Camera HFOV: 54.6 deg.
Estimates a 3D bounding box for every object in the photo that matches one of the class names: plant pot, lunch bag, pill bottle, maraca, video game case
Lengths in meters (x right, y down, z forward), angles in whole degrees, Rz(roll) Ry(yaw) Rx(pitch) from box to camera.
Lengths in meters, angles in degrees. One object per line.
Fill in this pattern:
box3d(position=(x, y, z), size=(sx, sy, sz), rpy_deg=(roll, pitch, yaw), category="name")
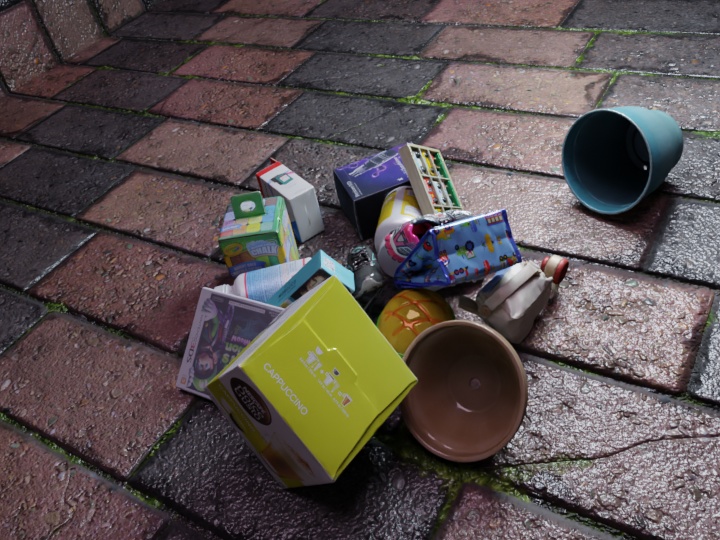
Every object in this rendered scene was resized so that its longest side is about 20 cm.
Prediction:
box3d(position=(0.537, -0.235, 1.392), size=(0.186, 0.204, 0.199), rpy_deg=(-21, 36, -35), category="plant pot")
box3d(position=(0.150, -0.019, 1.180), size=(0.148, 0.096, 0.200), rpy_deg=(-16, -6, -23), category="lunch bag")
box3d(position=(0.084, -0.074, 1.364), size=(0.109, 0.113, 0.201), rpy_deg=(-3, 31, 12), category="pill bottle")
box3d(position=(-0.172, 0.049, 1.317), size=(0.195, 0.110, 0.110), rpy_deg=(-13, 38, 1), category="pill bottle")
box3d(position=(0.087, 0.108, 1.170), size=(0.134, 0.109, 0.202), rpy_deg=(5, 43, 20), category="maraca")
box3d(position=(0.161, 0.175, 1.046), size=(0.197, 0.206, 0.092), rpy_deg=(11, 4, 28), category="plant pot")
box3d(position=(-0.222, 0.138, 1.210), size=(0.196, 0.023, 0.186), rpy_deg=(12, 85, 29), category="video game case")

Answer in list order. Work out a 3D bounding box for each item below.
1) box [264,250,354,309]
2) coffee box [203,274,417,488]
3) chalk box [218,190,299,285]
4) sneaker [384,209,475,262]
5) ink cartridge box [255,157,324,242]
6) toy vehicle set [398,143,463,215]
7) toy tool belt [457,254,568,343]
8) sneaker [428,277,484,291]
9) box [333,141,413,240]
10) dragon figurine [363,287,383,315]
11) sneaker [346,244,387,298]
box3d(position=(-0.104, 0.060, 1.227), size=(0.199, 0.082, 0.050), rpy_deg=(-42, 30, 25), category="box")
box3d(position=(-0.076, 0.167, 1.017), size=(0.200, 0.201, 0.197), rpy_deg=(-42, 5, -32), category="coffee box")
box3d(position=(-0.203, -0.060, 1.383), size=(0.121, 0.203, 0.125), rpy_deg=(-8, 38, 7), category="chalk box")
box3d(position=(0.140, -0.066, 1.249), size=(0.197, 0.075, 0.082), rpy_deg=(-20, 80, -33), category="sneaker")
box3d(position=(-0.167, -0.162, 1.561), size=(0.067, 0.118, 0.199), rpy_deg=(-30, 41, -20), category="ink cartridge box")
box3d(position=(0.151, -0.150, 1.378), size=(0.026, 0.204, 0.123), rpy_deg=(-29, -15, 34), category="toy vehicle set")
box3d(position=(0.264, 0.023, 1.209), size=(0.121, 0.127, 0.200), rpy_deg=(27, 52, 29), category="toy tool belt")
box3d(position=(0.189, -0.011, 1.313), size=(0.198, 0.075, 0.087), rpy_deg=(-31, 48, -19), category="sneaker")
box3d(position=(0.057, -0.176, 1.520), size=(0.196, 0.106, 0.149), rpy_deg=(-21, 40, -10), category="box")
box3d(position=(-0.016, 0.113, 1.233), size=(0.198, 0.060, 0.099), rpy_deg=(-31, 42, -19), category="dragon figurine")
box3d(position=(0.000, 0.000, 1.282), size=(0.074, 0.081, 0.200), rpy_deg=(-21, 7, -2), category="sneaker")
